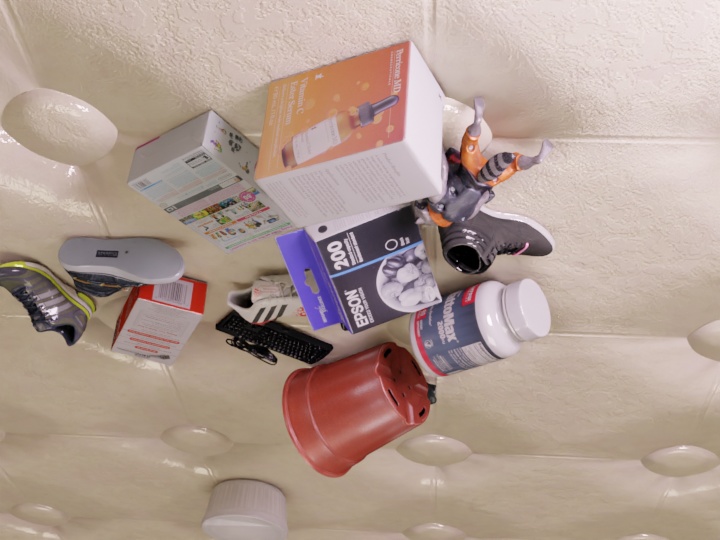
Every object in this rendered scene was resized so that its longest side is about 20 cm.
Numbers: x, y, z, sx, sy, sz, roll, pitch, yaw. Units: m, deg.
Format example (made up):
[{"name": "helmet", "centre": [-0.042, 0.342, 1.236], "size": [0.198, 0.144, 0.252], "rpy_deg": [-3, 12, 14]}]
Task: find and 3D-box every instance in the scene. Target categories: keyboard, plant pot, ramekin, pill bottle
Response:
[{"name": "keyboard", "centre": [-0.152, 0.129, 1.910], "size": [0.198, 0.040, 0.104], "rpy_deg": [23, 143, -25]}, {"name": "plant pot", "centre": [0.002, 0.226, 1.917], "size": [0.194, 0.203, 0.200], "rpy_deg": [-28, 136, 29]}, {"name": "ramekin", "centre": [-0.256, 0.545, 2.527], "size": [0.199, 0.095, 0.203], "rpy_deg": [4, 148, 2]}, {"name": "pill bottle", "centre": [0.184, 0.083, 1.716], "size": [0.198, 0.121, 0.119], "rpy_deg": [-21, 140, 34]}]

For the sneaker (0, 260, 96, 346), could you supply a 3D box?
[{"name": "sneaker", "centre": [-0.511, 0.051, 1.796], "size": [0.073, 0.082, 0.199], "rpy_deg": [-21, 139, 35]}]

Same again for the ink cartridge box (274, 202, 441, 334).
[{"name": "ink cartridge box", "centre": [0.000, 0.000, 1.587], "size": [0.198, 0.044, 0.199], "rpy_deg": [-20, 132, 2]}]

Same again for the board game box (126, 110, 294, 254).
[{"name": "board game box", "centre": [-0.190, -0.113, 1.512], "size": [0.146, 0.065, 0.200], "rpy_deg": [-18, 140, 33]}]

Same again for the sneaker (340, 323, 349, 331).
[{"name": "sneaker", "centre": [0.000, 0.023, 1.674], "size": [0.075, 0.089, 0.201], "rpy_deg": [4, 148, 1]}]

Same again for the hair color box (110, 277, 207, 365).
[{"name": "hair color box", "centre": [-0.332, 0.078, 1.832], "size": [0.110, 0.065, 0.200], "rpy_deg": [15, 145, -18]}]

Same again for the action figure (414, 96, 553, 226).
[{"name": "action figure", "centre": [0.118, -0.127, 1.416], "size": [0.198, 0.106, 0.194], "rpy_deg": [18, 136, -24]}]

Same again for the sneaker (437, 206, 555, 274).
[{"name": "sneaker", "centre": [0.186, -0.030, 1.557], "size": [0.198, 0.100, 0.071], "rpy_deg": [19, 144, -23]}]

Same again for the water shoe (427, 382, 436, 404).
[{"name": "water shoe", "centre": [0.075, 0.262, 2.057], "size": [0.078, 0.072, 0.200], "rpy_deg": [14, 147, -18]}]

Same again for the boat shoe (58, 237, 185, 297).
[{"name": "boat shoe", "centre": [-0.357, -0.001, 1.712], "size": [0.197, 0.072, 0.091], "rpy_deg": [7, 150, 9]}]

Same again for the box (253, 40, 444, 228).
[{"name": "box", "centre": [-0.010, -0.159, 1.330], "size": [0.198, 0.154, 0.106], "rpy_deg": [-13, 143, 25]}]

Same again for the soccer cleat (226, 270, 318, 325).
[{"name": "soccer cleat", "centre": [-0.122, 0.036, 1.736], "size": [0.198, 0.069, 0.085], "rpy_deg": [-17, 146, 38]}]
